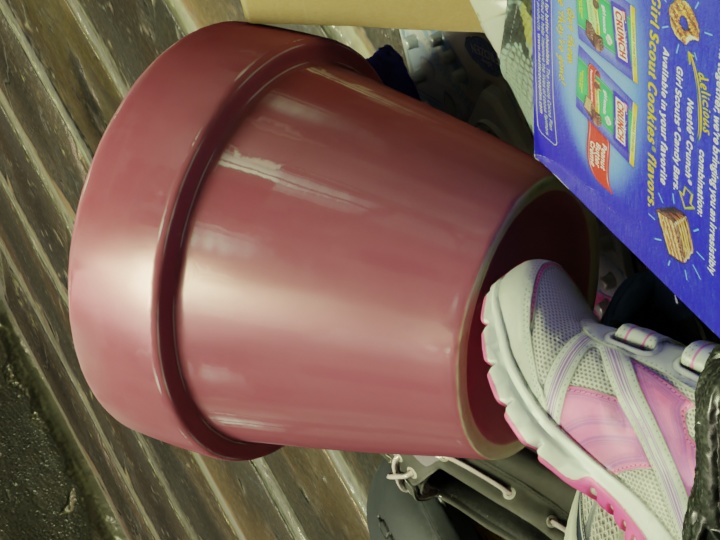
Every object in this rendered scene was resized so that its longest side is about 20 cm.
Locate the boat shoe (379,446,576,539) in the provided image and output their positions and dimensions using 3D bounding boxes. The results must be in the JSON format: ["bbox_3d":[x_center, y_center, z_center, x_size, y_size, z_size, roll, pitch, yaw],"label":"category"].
[{"bbox_3d":[0.063,0.110,0.979,0.200,0.057,0.067,24,161,10],"label":"boat shoe"}]

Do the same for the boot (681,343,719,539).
[{"bbox_3d":[0.196,0.105,0.604,0.079,0.211,0.158,-95,13,-65],"label":"boot"}]

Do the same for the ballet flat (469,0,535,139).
[{"bbox_3d":[0.074,-0.132,0.764,0.071,0.069,0.200,24,139,24],"label":"ballet flat"}]

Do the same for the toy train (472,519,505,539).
[{"bbox_3d":[0.081,0.149,1.137,0.200,0.085,0.116,-128,37,-57],"label":"toy train"}]

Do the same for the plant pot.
[{"bbox_3d":[0.000,0.000,0.863,0.179,0.200,0.200,15,134,29],"label":"plant pot"}]

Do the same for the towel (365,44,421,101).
[{"bbox_3d":[0.031,-0.012,1.025,0.200,0.050,0.148,65,157,0],"label":"towel"}]

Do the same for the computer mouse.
[{"bbox_3d":[0.045,0.142,1.079,0.200,0.046,0.140,-99,29,-46],"label":"computer mouse"}]

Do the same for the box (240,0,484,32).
[{"bbox_3d":[0.010,-0.189,0.796,0.163,0.021,0.200,4,130,18],"label":"box"}]

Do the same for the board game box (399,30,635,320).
[{"bbox_3d":[0.068,-0.056,0.970,0.200,0.026,0.200,37,147,57],"label":"board game box"}]

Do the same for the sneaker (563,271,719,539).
[{"bbox_3d":[0.125,0.074,0.813,0.200,0.077,0.085,-95,11,-52],"label":"sneaker"}]

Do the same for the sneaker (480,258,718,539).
[{"bbox_3d":[0.123,0.061,0.726,0.081,0.088,0.200,22,-154,-54],"label":"sneaker"}]

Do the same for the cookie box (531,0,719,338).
[{"bbox_3d":[0.141,-0.059,0.665,0.200,0.075,0.171,51,158,40],"label":"cookie box"}]
